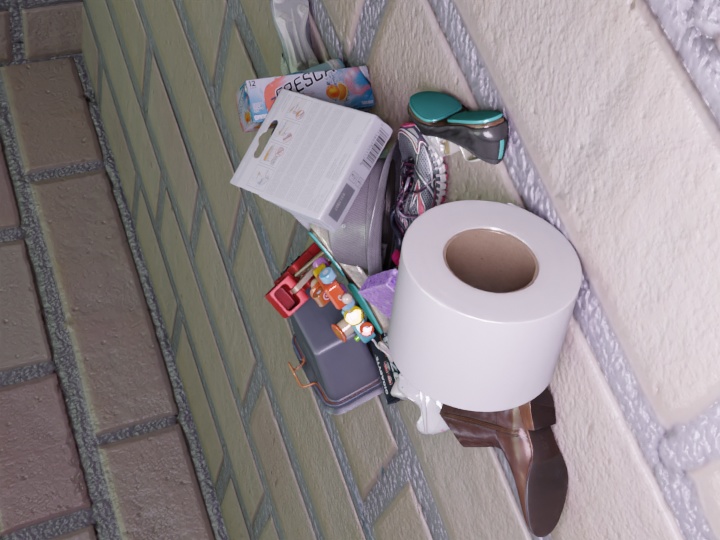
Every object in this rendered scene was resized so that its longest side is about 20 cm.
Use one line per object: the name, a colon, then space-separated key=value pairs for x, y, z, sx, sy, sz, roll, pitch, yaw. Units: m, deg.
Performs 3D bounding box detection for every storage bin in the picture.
storage bin: x=-0.058 y=0.115 z=1.753 sx=0.201 sy=0.144 sz=0.135 roll=57 pitch=171 yaw=46

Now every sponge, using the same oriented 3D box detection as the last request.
sponge: x=0.093 y=0.075 z=1.394 sx=0.199 sy=0.030 sz=0.111 roll=40 pitch=162 yaw=-13

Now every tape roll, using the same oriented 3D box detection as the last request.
tape roll: x=0.135 y=0.037 z=1.193 sx=0.203 sy=0.200 sz=0.140 roll=-123 pitch=29 yaw=-42

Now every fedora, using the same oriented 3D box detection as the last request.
fedora: x=0.003 y=-0.086 z=1.494 sx=0.177 sy=0.089 sz=0.203 roll=-28 pitch=-57 yaw=-79

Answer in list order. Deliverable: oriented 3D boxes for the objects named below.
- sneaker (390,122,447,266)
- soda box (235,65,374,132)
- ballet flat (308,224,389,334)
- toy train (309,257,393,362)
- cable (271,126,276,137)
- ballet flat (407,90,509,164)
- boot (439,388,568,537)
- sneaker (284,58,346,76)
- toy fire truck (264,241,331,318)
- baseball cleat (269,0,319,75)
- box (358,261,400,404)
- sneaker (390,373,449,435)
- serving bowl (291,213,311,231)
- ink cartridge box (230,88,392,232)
sneaker: x=0.075 y=-0.099 z=1.445 sx=0.080 sy=0.074 sz=0.203 roll=-161 pitch=62 yaw=-65
soda box: x=-0.083 y=-0.256 z=1.588 sx=0.068 sy=0.198 sz=0.064 roll=162 pitch=96 yaw=-68
ballet flat: x=0.000 y=0.000 z=1.570 sx=0.201 sy=0.062 sz=0.067 roll=55 pitch=174 yaw=-8
toy train: x=-0.028 y=0.062 z=1.573 sx=0.201 sy=0.055 sz=0.150 roll=56 pitch=179 yaw=-36
cable: x=-0.043 y=-0.198 z=1.569 sx=0.200 sy=0.161 sz=0.052 roll=-154 pitch=67 yaw=-69
ballet flat: x=0.116 y=-0.171 z=1.317 sx=0.200 sy=0.067 sz=0.069 roll=38 pitch=144 yaw=60
boot: x=0.173 y=0.229 z=1.355 sx=0.199 sy=0.064 sz=0.189 roll=-5 pitch=84 yaw=59
sneaker: x=-0.089 y=-0.240 z=1.712 sx=0.080 sy=0.129 sz=0.202 roll=-127 pitch=31 yaw=-46
toy fire truck: x=-0.077 y=-0.005 z=1.684 sx=0.049 sy=0.200 sz=0.141 roll=46 pitch=161 yaw=-7
baseball cleat: x=-0.119 y=-0.390 z=1.789 sx=0.106 sy=0.069 sz=0.203 roll=173 pitch=86 yaw=-68
box: x=0.058 y=0.092 z=1.630 sx=0.159 sy=0.045 sz=0.203 roll=140 pitch=116 yaw=-66
sneaker: x=0.082 y=0.138 z=1.501 sx=0.078 sy=0.098 sz=0.202 roll=48 pitch=-158 yaw=-71
serving bowl: x=-0.055 y=-0.125 z=1.666 sx=0.066 sy=0.199 sz=0.201 roll=-43 pitch=51 yaw=19
ink cartridge box: x=-0.070 y=-0.156 z=1.470 sx=0.199 sy=0.057 sz=0.164 roll=22 pitch=80 yaw=46
